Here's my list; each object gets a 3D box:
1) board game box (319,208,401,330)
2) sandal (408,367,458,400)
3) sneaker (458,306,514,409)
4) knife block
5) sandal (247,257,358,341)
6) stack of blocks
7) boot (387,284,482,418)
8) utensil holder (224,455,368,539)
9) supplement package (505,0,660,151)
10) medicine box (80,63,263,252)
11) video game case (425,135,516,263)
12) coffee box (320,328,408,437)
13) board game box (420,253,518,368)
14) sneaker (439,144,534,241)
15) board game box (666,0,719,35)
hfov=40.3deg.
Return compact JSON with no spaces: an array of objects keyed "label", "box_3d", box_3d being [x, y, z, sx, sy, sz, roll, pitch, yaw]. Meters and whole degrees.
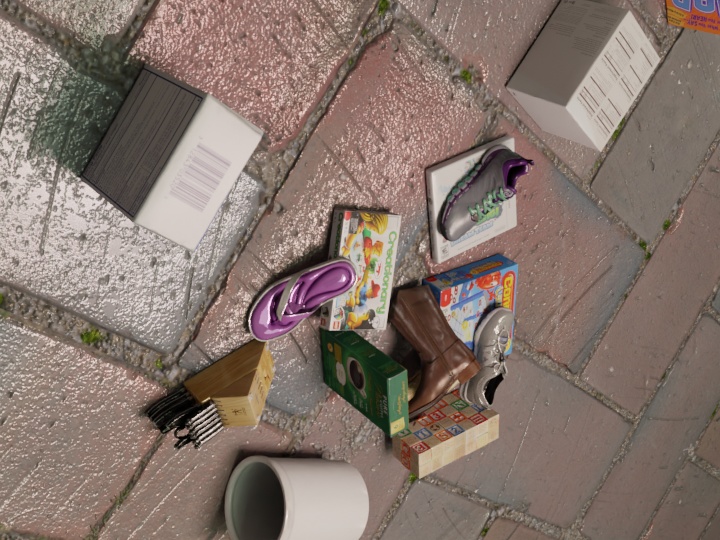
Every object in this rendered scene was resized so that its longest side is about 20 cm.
[{"label":"board game box","box_3d":[0.000,0.000,1.657,0.125,0.034,0.203,1,100,-40]},{"label":"sandal","box_3d":[0.108,0.230,1.804,0.210,0.070,0.078,-19,118,-6]},{"label":"sneaker","box_3d":[0.257,0.168,1.857,0.074,0.082,0.202,4,108,-40]},{"label":"knife block","box_3d":[-0.241,0.196,1.571,0.201,0.173,0.065,-76,158,-53]},{"label":"sandal","box_3d":[-0.096,0.042,1.579,0.202,0.050,0.083,-34,100,-2]},{"label":"stack of blocks","box_3d":[0.157,0.312,1.901,0.198,0.115,0.059,-20,123,-29]},{"label":"boot","box_3d":[0.092,0.144,1.754,0.186,0.201,0.064,-35,171,-8]},{"label":"utensil holder","box_3d":[-0.108,0.409,1.700,0.199,0.169,0.172,12,103,-44]},{"label":"supplement package","box_3d":[0.397,-0.351,1.750,0.150,0.151,0.201,36,87,-44]},{"label":"medicine box","box_3d":[-0.252,-0.151,1.288,0.103,0.199,0.183,30,91,-41]},{"label":"video game case","box_3d":[0.206,-0.130,1.789,0.199,0.024,0.184,-25,124,-28]},{"label":"coffee box","box_3d":[0.006,0.180,1.656,0.044,0.199,0.124,-21,123,-29]},{"label":"board game box","box_3d":[0.207,0.091,1.875,0.194,0.056,0.202,-18,121,-31]},{"label":"sneaker","box_3d":[0.220,-0.131,1.726,0.074,0.087,0.201,39,83,-42]},{"label":"board game box","box_3d":[0.718,-0.586,1.863,0.199,0.199,0.201,-34,128,-21]}]
